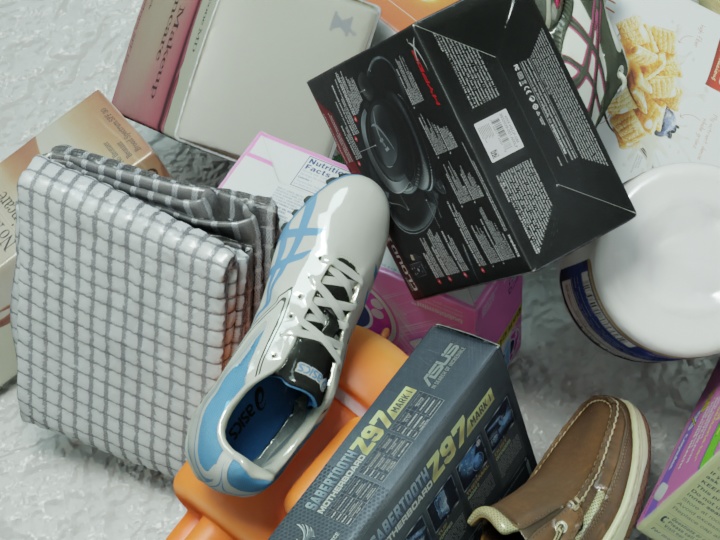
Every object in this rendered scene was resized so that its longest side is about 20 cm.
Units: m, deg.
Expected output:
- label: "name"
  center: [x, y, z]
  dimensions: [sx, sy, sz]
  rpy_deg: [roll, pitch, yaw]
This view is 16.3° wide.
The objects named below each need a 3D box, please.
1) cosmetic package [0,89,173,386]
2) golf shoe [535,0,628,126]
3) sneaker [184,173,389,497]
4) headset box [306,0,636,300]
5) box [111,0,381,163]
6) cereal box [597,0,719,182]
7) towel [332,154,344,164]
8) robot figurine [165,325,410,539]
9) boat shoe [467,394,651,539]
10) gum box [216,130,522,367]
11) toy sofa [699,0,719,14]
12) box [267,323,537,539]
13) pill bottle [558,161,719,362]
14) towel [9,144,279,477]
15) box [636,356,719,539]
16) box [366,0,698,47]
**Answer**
- label: "cosmetic package"
  center: [-0.219, -0.017, 1.701]
  dimensions: [0.200, 0.087, 0.103]
  rpy_deg: [-39, 43, -6]
- label: "golf shoe"
  center: [0.127, -0.107, 1.524]
  dimensions: [0.077, 0.088, 0.200]
  rpy_deg: [-30, 55, 53]
- label: "sneaker"
  center: [-0.030, 0.038, 1.415]
  dimensions: [0.072, 0.072, 0.200]
  rpy_deg: [8, 68, 54]
- label: "headset box"
  center: [0.055, -0.069, 1.423]
  dimensions: [0.077, 0.149, 0.200]
  rpy_deg: [-27, 3, -19]
- label: "box"
  center: [-0.082, -0.141, 1.696]
  dimensions: [0.128, 0.109, 0.200]
  rpy_deg: [-71, 19, 3]
- label: "cereal box"
  center: [0.152, -0.124, 1.603]
  dimensions: [0.200, 0.040, 0.144]
  rpy_deg: [24, 72, -10]
- label: "towel"
  center: [0.095, -0.067, 1.698]
  dimensions: [0.200, 0.031, 0.149]
  rpy_deg: [-25, 45, -18]
- label: "robot figurine"
  center: [-0.032, 0.114, 1.494]
  dimensions: [0.117, 0.144, 0.200]
  rpy_deg: [35, 79, 26]
- label: "boat shoe"
  center: [0.100, 0.151, 1.416]
  dimensions: [0.075, 0.075, 0.203]
  rpy_deg: [-10, 50, 54]
- label: "gum box"
  center: [0.000, 0.000, 1.579]
  dimensions: [0.200, 0.114, 0.066]
  rpy_deg: [23, 57, 19]
- label: "toy sofa"
  center: [0.272, -0.200, 1.749]
  dimensions: [0.083, 0.098, 0.200]
  rpy_deg: [-45, 45, 8]
- label: "box"
  center: [0.025, 0.154, 1.419]
  dimensions: [0.051, 0.158, 0.200]
  rpy_deg: [18, 56, 32]
- label: "pill bottle"
  center: [0.178, -0.001, 1.489]
  dimensions: [0.111, 0.200, 0.111]
  rpy_deg: [0, 87, -4]
- label: "towel"
  center: [-0.133, 0.024, 1.560]
  dimensions: [0.165, 0.200, 0.086]
  rpy_deg: [20, 38, 23]
- label: "box"
  center: [0.261, 0.065, 1.382]
  dimensions: [0.097, 0.200, 0.176]
  rpy_deg: [33, 58, -1]
- label: "box"
  center: [0.115, -0.159, 1.702]
  dimensions: [0.200, 0.098, 0.124]
  rpy_deg: [-29, 46, -21]
